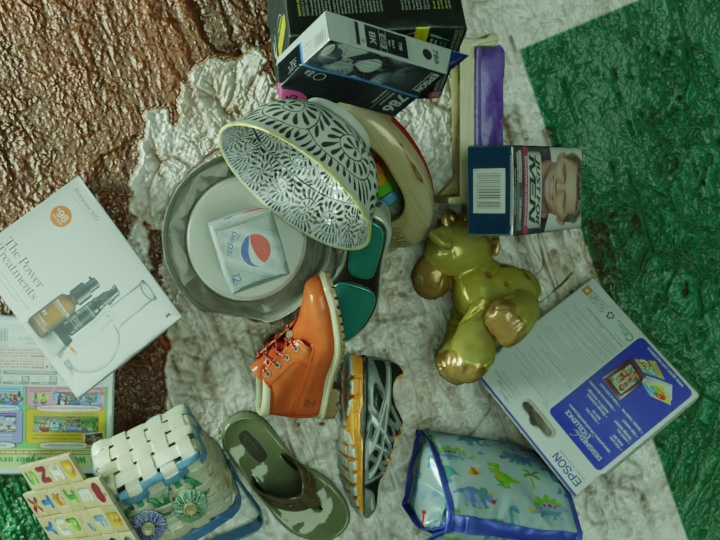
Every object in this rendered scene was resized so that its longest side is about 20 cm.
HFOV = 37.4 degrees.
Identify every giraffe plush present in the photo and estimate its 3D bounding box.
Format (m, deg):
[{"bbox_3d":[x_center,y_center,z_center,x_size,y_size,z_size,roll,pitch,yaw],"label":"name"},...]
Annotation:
[{"bbox_3d":[0.130,0.014,1.270,0.200,0.173,0.162,-44,90,-9],"label":"giraffe plush"}]

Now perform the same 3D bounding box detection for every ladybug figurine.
[{"bbox_3d":[0.023,-0.117,1.254,0.202,0.134,0.072,61,41,-25],"label":"ladybug figurine"}]

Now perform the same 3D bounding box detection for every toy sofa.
[{"bbox_3d":[0.140,-0.179,1.284,0.095,0.083,0.205,-2,95,-9],"label":"toy sofa"}]

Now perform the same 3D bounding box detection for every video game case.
[{"bbox_3d":[-0.388,0.146,1.245,0.196,0.022,0.186,2,94,-12],"label":"video game case"}]

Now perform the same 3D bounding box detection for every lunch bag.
[{"bbox_3d":[0.153,0.278,1.266,0.167,0.200,0.130,9,93,-12],"label":"lunch bag"}]

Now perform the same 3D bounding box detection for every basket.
[{"bbox_3d":[-0.221,0.272,1.237,0.174,0.140,0.202,-26,132,-6],"label":"basket"}]

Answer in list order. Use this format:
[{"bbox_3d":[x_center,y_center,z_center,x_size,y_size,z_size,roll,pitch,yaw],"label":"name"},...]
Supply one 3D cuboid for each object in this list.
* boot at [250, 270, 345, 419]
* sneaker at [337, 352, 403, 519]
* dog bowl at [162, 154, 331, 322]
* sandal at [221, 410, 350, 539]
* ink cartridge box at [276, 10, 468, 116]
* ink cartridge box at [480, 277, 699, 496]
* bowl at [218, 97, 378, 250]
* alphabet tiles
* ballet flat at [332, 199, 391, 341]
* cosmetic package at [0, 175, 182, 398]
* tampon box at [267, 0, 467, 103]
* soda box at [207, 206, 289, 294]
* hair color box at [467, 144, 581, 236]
[{"bbox_3d":[-0.074,0.092,1.240,0.105,0.075,0.203,0,121,-13],"label":"boot"},{"bbox_3d":[0.015,0.202,1.299,0.076,0.078,0.205,-1,96,-19],"label":"sneaker"},{"bbox_3d":[-0.135,-0.039,1.257,0.196,0.059,0.205,-1,96,-10],"label":"dog bowl"},{"bbox_3d":[-0.095,0.257,1.290,0.080,0.057,0.201,-45,101,-4],"label":"sandal"},{"bbox_3d":[0.018,-0.214,1.139,0.197,0.099,0.040,6,65,-36],"label":"ink cartridge box"},{"bbox_3d":[0.272,0.142,1.300,0.199,0.047,0.198,-36,66,-7],"label":"ink cartridge box"},{"bbox_3d":[-0.048,-0.122,1.151,0.200,0.200,0.095,39,71,-11],"label":"bowl"},{"bbox_3d":[-0.312,0.283,1.194,0.006,0.198,0.168,-36,101,-42],"label":"alphabet tiles"},{"bbox_3d":[0.000,0.000,1.267,0.068,0.070,0.202,9,129,-11],"label":"ballet flat"},{"bbox_3d":[-0.321,0.019,1.217,0.150,0.052,0.201,-38,95,-13],"label":"cosmetic package"},{"bbox_3d":[0.001,-0.280,1.198,0.196,0.150,0.129,-6,70,-10],"label":"tampon box"},{"bbox_3d":[-0.122,-0.026,1.129,0.062,0.200,0.070,-18,97,-8],"label":"soda box"},{"bbox_3d":[0.197,-0.096,1.251,0.060,0.199,0.102,3,97,33],"label":"hair color box"}]
